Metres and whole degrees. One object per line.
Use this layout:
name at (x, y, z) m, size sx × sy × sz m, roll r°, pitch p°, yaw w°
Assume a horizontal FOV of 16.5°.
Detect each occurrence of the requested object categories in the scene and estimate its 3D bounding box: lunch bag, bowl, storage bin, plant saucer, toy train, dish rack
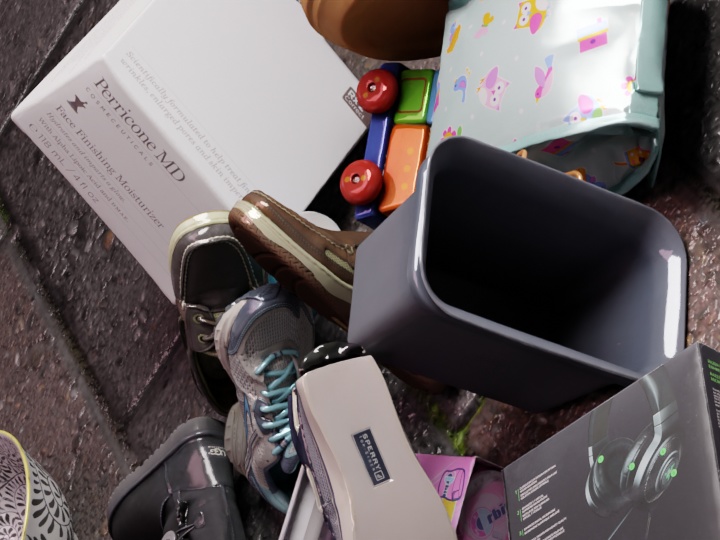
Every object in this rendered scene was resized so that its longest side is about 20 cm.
lunch bag at (0.143, -0.133, 1.681) m, size 0.200 × 0.121 × 0.171 m, roll -27°, pitch 48°, yaw 51°
bowl at (-0.295, 0.244, 2.073) m, size 0.200 × 0.094 × 0.202 m, roll -33°, pitch 45°, yaw 40°
storage bin at (0.091, 0.008, 1.609) m, size 0.134 × 0.199 × 0.146 m, roll -34°, pitch 44°, yaw 52°
plant saucer at (0.057, -0.204, 1.784) m, size 0.200 × 0.199 × 0.038 m, roll -33°, pitch 62°, yaw 39°
toy train at (0.051, -0.051, 1.807) m, size 0.115 × 0.084 × 0.201 m, roll 0°, pitch 74°, yaw 36°
dish rack at (-0.029, 0.191, 1.722) m, size 0.172 × 0.043 × 0.201 m, roll 72°, pitch -146°, yaw -77°

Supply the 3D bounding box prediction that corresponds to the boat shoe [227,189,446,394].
boat shoe at (-0.003, 0.000, 1.734) m, size 0.075 × 0.202 × 0.075 m, roll -54°, pitch 25°, yaw -11°

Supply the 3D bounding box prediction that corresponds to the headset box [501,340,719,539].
headset box at (0.178, 0.165, 1.467) m, size 0.174 × 0.092 × 0.201 m, roll -38°, pitch 42°, yaw 36°

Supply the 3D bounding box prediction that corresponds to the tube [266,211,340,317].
tube at (-0.052, 0.024, 1.868) m, size 0.200 × 0.050 × 0.078 m, roll 110°, pitch 171°, yaw -61°

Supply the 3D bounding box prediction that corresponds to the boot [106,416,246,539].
boot at (-0.134, 0.237, 1.877) m, size 0.165 × 0.065 × 0.201 m, roll -55°, pitch 38°, yaw 42°

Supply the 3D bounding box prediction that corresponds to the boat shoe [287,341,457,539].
boat shoe at (0.008, 0.149, 1.604) m, size 0.093 × 0.074 × 0.201 m, roll 126°, pitch 129°, yaw -73°

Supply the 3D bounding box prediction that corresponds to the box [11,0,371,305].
box at (-0.123, -0.121, 1.913) m, size 0.130 × 0.199 × 0.200 m, roll -28°, pitch 19°, yaw 44°

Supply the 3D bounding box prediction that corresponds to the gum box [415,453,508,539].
gum box at (0.038, 0.225, 1.646) m, size 0.113 × 0.066 × 0.201 m, roll -1°, pitch 69°, yaw 55°

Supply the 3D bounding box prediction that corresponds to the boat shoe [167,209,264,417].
boat shoe at (-0.099, 0.035, 1.825) m, size 0.201 × 0.071 × 0.066 m, roll 89°, pitch 169°, yaw -54°

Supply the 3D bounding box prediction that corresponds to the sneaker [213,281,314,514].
sneaker at (-0.052, 0.094, 1.798) m, size 0.086 × 0.077 × 0.201 m, roll 54°, pitch 157°, yaw 41°
